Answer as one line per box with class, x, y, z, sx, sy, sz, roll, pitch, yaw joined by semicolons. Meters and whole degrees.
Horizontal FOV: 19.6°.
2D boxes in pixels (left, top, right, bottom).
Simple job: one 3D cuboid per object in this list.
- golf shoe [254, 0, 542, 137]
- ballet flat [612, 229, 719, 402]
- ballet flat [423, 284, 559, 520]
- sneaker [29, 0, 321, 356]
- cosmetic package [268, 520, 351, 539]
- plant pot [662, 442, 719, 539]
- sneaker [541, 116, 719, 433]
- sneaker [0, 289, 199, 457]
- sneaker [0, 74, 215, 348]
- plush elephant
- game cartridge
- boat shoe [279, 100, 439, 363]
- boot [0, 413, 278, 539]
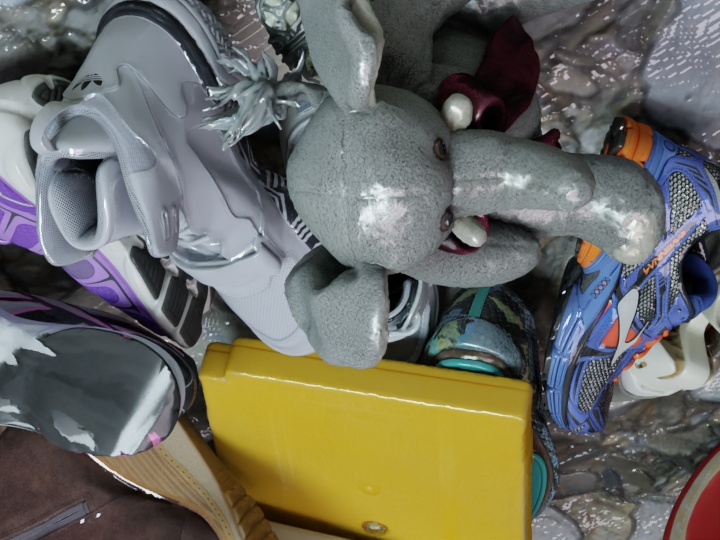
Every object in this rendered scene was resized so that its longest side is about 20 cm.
golf shoe;0.014;-0.108;0.939;0.077;0.088;0.200;-27;114;20
ballet flat;0.184;0.027;1.132;0.067;0.064;0.200;19;130;-30
ballet flat;0.077;0.074;1.154;0.074;0.074;0.200;-11;146;-2
sneaker;-0.081;-0.020;0.942;0.075;0.115;0.200;-4;125;35
cosmetic package;-0.051;0.195;1.200;0.200;0.073;0.104;12;152;-2
plant pot;0.290;0.187;1.244;0.182;0.201;0.200;35;121;-30
sneaker;0.143;0.016;1.080;0.078;0.075;0.200;16;134;5
sneaker;-0.172;0.045;1.031;0.200;0.086;0.080;19;97;13
sneaker;-0.134;-0.030;1.003;0.083;0.081;0.200;-2;148;31
plush elephant;0.030;-0.050;0.830;0.200;0.155;0.165;-3;115;1
game cartridge;0.008;0.108;1.147;0.176;0.032;0.200;9;145;10
boat shoe;0.001;-0.001;1.051;0.070;0.072;0.201;-14;138;2
boot;-0.135;0.164;1.120;0.166;0.200;0.072;-35;169;7
